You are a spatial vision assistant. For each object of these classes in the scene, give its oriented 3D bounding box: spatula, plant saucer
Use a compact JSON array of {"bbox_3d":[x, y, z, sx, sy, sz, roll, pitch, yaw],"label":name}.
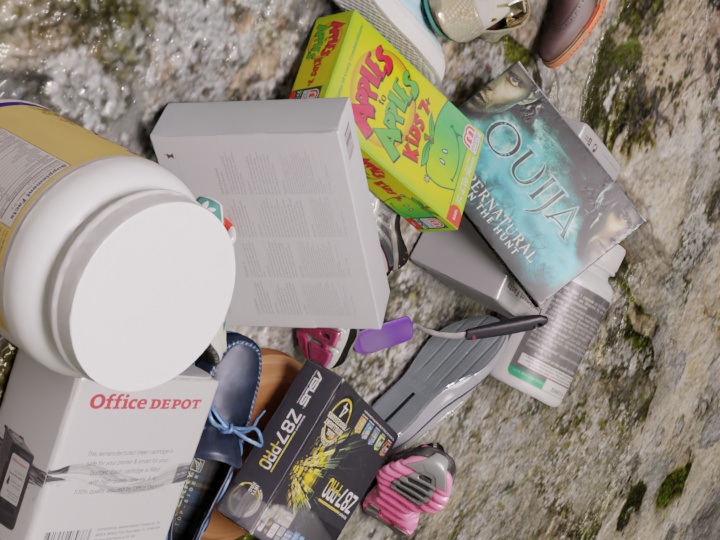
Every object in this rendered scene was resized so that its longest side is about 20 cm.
[{"bbox_3d":[0.092,0.062,1.186,0.057,0.199,0.021,78,8,-60],"label":"spatula"},{"bbox_3d":[-0.111,0.171,1.100,0.200,0.032,0.201,-28,131,-38],"label":"plant saucer"}]

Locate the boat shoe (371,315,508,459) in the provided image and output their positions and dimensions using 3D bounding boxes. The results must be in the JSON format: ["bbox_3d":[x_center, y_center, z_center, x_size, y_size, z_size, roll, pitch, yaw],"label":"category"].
[{"bbox_3d":[0.082,0.127,1.284,0.200,0.074,0.067,-36,151,-17],"label":"boat shoe"}]

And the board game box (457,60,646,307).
[{"bbox_3d":[0.162,-0.084,1.130,0.135,0.200,0.028,-38,177,-1],"label":"board game box"}]

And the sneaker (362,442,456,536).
[{"bbox_3d":[0.063,0.217,1.260,0.095,0.079,0.200,-51,177,-28],"label":"sneaker"}]

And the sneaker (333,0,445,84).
[{"bbox_3d":[0.032,-0.237,0.996,0.082,0.074,0.200,-62,145,-12],"label":"sneaker"}]

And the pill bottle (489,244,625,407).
[{"bbox_3d":[0.224,0.047,1.358,0.113,0.113,0.201,26,91,-53],"label":"pill bottle"}]

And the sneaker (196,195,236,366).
[{"bbox_3d":[-0.124,0.008,0.912,0.094,0.070,0.200,-62,173,-18],"label":"sneaker"}]

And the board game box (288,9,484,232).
[{"bbox_3d":[0.026,-0.125,1.022,0.200,0.047,0.102,36,63,-41],"label":"board game box"}]

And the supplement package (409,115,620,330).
[{"bbox_3d":[0.164,-0.061,1.220,0.117,0.117,0.201,32,86,-55],"label":"supplement package"}]

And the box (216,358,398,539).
[{"bbox_3d":[-0.045,0.191,1.118,0.162,0.049,0.200,-56,154,-11],"label":"box"}]

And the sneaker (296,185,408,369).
[{"bbox_3d":[0.000,0.000,1.095,0.087,0.074,0.201,3,104,-44],"label":"sneaker"}]

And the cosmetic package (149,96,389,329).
[{"bbox_3d":[-0.066,-0.041,0.931,0.052,0.150,0.201,-76,160,-47],"label":"cosmetic package"}]

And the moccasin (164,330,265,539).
[{"bbox_3d":[-0.123,0.154,0.998,0.080,0.068,0.201,15,92,-28],"label":"moccasin"}]

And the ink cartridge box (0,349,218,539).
[{"bbox_3d":[-0.216,0.158,0.924,0.145,0.083,0.201,9,103,-51],"label":"ink cartridge box"}]

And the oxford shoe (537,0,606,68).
[{"bbox_3d":[0.220,-0.310,1.201,0.072,0.071,0.201,17,102,-24],"label":"oxford shoe"}]

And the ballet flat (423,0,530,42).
[{"bbox_3d":[0.111,-0.243,1.049,0.200,0.062,0.068,-30,103,-68],"label":"ballet flat"}]

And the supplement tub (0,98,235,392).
[{"bbox_3d":[-0.191,-0.019,0.754,0.145,0.200,0.146,-28,130,-38],"label":"supplement tub"}]
